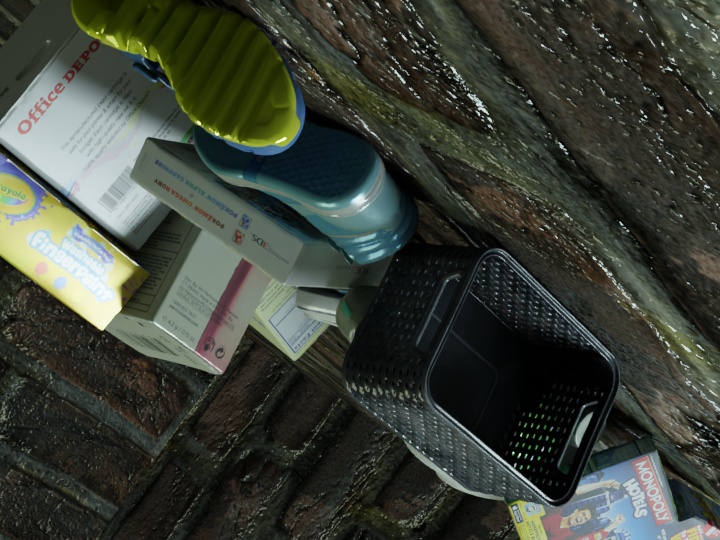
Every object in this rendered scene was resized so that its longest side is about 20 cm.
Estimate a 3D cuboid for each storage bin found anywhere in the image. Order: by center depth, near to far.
[{"bbox_3d":[0.096,0.081,1.315,0.094,0.135,0.200,5,151,46],"label":"storage bin"}]

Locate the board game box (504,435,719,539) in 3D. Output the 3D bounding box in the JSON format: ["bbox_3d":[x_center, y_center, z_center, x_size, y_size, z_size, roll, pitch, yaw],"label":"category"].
[{"bbox_3d":[0.254,0.244,1.648,0.062,0.200,0.200,-109,-2,-56],"label":"board game box"}]

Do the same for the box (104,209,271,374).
[{"bbox_3d":[-0.156,-0.021,1.592,0.128,0.200,0.109,11,157,45],"label":"box"}]

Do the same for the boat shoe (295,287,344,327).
[{"bbox_3d":[0.031,0.064,1.615,0.200,0.066,0.072,14,-171,-8],"label":"boat shoe"}]

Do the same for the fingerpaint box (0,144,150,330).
[{"bbox_3d":[-0.306,-0.053,1.511,0.200,0.073,0.167,43,176,-41],"label":"fingerpaint box"}]

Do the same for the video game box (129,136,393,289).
[{"bbox_3d":[-0.066,-0.045,1.430,0.182,0.047,0.200,31,-166,29],"label":"video game box"}]

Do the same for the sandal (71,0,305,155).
[{"bbox_3d":[-0.108,-0.145,1.176,0.200,0.080,0.087,42,180,27],"label":"sandal"}]

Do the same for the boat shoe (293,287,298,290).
[{"bbox_3d":[-0.002,0.013,1.674,0.200,0.070,0.071,28,176,1],"label":"boat shoe"}]

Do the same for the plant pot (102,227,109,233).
[{"bbox_3d":[-0.256,-0.042,1.750,0.200,0.028,0.200,28,176,2],"label":"plant pot"}]

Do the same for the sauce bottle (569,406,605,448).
[{"bbox_3d":[0.153,0.118,1.650,0.200,0.066,0.066,29,170,49],"label":"sauce bottle"}]

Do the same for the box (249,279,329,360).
[{"bbox_3d":[-0.127,-0.027,1.789,0.176,0.097,0.200,36,168,37],"label":"box"}]

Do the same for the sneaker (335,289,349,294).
[{"bbox_3d":[0.000,0.000,1.583,0.082,0.073,0.200,36,177,-41],"label":"sneaker"}]

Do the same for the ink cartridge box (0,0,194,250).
[{"bbox_3d":[-0.232,-0.135,1.498,0.084,0.145,0.200,34,174,45],"label":"ink cartridge box"}]

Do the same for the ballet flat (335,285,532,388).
[{"bbox_3d":[0.071,0.074,1.403,0.200,0.067,0.064,24,-169,-17],"label":"ballet flat"}]

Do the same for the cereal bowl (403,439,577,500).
[{"bbox_3d":[0.130,0.174,1.711,0.200,0.083,0.200,13,-166,-3],"label":"cereal bowl"}]

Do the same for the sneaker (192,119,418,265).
[{"bbox_3d":[-0.038,-0.065,1.320,0.200,0.080,0.131,31,170,41],"label":"sneaker"}]
